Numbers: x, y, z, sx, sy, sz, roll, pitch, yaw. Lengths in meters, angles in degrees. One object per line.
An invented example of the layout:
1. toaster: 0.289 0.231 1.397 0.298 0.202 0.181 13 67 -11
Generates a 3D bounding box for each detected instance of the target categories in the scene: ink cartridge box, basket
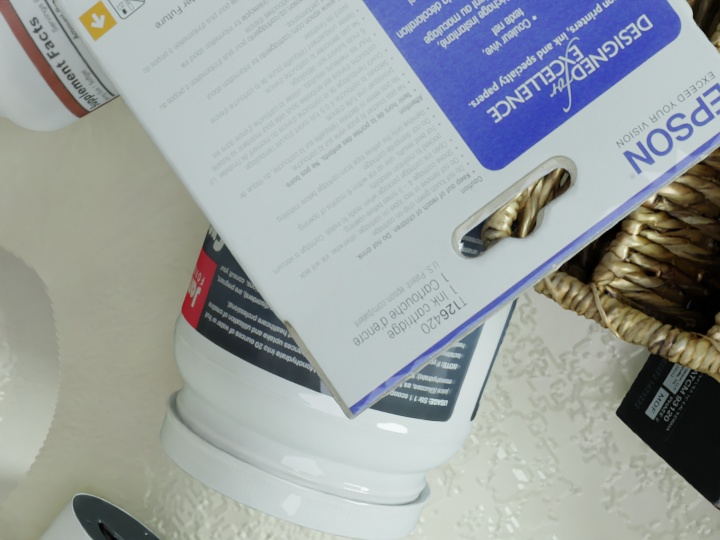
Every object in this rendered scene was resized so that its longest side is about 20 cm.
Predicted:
1. ink cartridge box: 0.017 -0.082 0.790 0.197 0.047 0.201 -36 88 3
2. basket: 0.168 -0.052 0.809 0.148 0.142 0.201 25 93 -39

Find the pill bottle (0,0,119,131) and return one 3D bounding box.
1. pill bottle: -0.118 -0.131 0.874 0.199 0.112 0.113 -29 102 3

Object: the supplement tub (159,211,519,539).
1. supplement tub: 0.000 0.000 0.893 0.139 0.140 0.202 19 99 -7

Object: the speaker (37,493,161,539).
1. speaker: -0.163 0.203 0.955 0.081 0.081 0.200 37 97 -10

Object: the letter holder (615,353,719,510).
1. letter holder: 0.238 0.026 0.933 0.141 0.101 0.201 26 99 -28
